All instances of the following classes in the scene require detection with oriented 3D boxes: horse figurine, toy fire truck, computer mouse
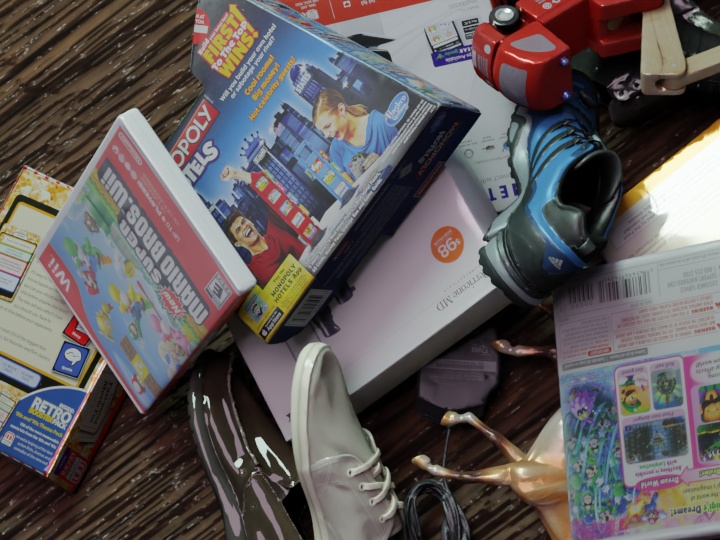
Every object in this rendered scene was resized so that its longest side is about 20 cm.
[{"bbox_3d":[0.128,0.097,1.546,0.132,0.050,0.201,28,75,15],"label":"horse figurine"},{"bbox_3d":[0.188,-0.154,1.535,0.199,0.049,0.141,-32,50,-21],"label":"toy fire truck"},{"bbox_3d":[0.061,0.112,1.587,0.058,0.034,0.202,6,76,3],"label":"computer mouse"}]

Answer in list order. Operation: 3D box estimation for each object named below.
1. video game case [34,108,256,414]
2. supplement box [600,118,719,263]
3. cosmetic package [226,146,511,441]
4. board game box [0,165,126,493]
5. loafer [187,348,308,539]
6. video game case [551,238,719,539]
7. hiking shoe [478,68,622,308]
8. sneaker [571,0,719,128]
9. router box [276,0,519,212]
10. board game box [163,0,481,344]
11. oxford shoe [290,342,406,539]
[{"bbox_3d":[-0.149,-0.002,1.586,0.017,0.200,0.143,-29,79,-34],"label":"video game case"},{"bbox_3d":[0.253,0.017,1.516,0.126,0.073,0.201,-38,60,9],"label":"supplement box"},{"bbox_3d":[0.000,0.000,1.584,0.200,0.052,0.151,-37,72,22],"label":"cosmetic package"},{"bbox_3d":[-0.228,0.041,1.719,0.151,0.046,0.201,23,79,28],"label":"board game box"},{"bbox_3d":[-0.063,0.143,1.604,0.071,0.073,0.201,-20,72,8],"label":"loafer"},{"bbox_3d":[0.214,0.074,1.459,0.199,0.024,0.184,-13,73,32],"label":"video game case"},{"bbox_3d":[0.141,-0.061,1.528,0.086,0.074,0.201,-27,34,37],"label":"hiking shoe"},{"bbox_3d":[0.211,-0.130,1.607,0.104,0.060,0.200,-48,55,-4],"label":"sneaker"},{"bbox_3d":[0.016,-0.118,1.626,0.199,0.049,0.181,-12,104,18],"label":"router box"},{"bbox_3d":[-0.055,-0.091,1.556,0.200,0.062,0.200,46,110,24],"label":"board game box"},{"bbox_3d":[-0.003,0.141,1.532,0.057,0.075,0.202,-5,105,25],"label":"oxford shoe"}]
